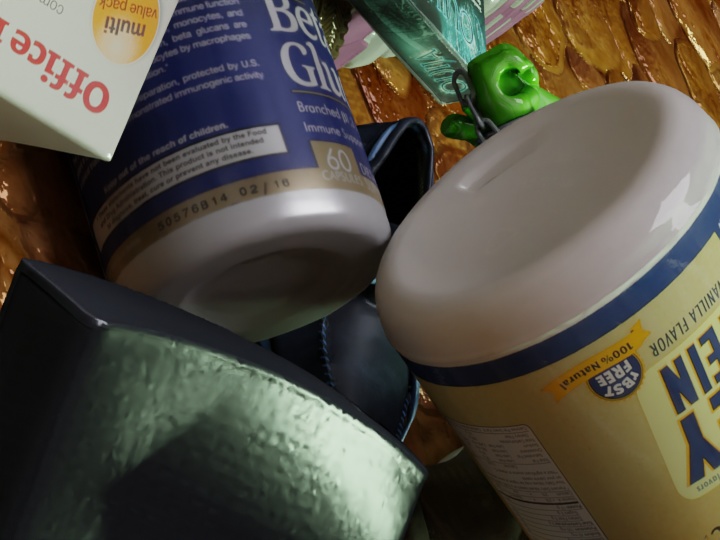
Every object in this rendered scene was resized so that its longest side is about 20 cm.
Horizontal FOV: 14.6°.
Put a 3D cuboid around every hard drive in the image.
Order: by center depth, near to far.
[{"bbox_3d":[-0.058,0.086,0.943,0.200,0.042,0.135,29,79,-48],"label":"hard drive"}]

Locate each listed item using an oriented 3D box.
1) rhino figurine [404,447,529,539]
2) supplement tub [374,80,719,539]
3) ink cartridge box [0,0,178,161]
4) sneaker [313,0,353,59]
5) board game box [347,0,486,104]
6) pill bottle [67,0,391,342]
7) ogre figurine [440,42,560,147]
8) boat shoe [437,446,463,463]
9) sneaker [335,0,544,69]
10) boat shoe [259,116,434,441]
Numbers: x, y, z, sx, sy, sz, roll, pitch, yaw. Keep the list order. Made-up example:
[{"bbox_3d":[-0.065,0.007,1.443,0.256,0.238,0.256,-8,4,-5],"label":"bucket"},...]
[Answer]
[{"bbox_3d":[0.064,0.106,1.150,0.200,0.060,0.088,-15,64,-40],"label":"rhino figurine"},{"bbox_3d":[0.112,0.046,1.060,0.200,0.144,0.145,54,25,-23],"label":"supplement tub"},{"bbox_3d":[-0.134,-0.133,0.941,0.128,0.125,0.201,31,76,-45],"label":"ink cartridge box"},{"bbox_3d":[-0.059,-0.170,1.285,0.070,0.108,0.201,16,80,-60],"label":"sneaker"},{"bbox_3d":[0.010,-0.172,1.232,0.200,0.028,0.136,42,42,-61],"label":"board game box"},{"bbox_3d":[-0.068,-0.079,1.100,0.111,0.111,0.201,17,49,-57],"label":"pill bottle"},{"bbox_3d":[0.088,-0.004,1.213,0.200,0.098,0.120,102,-29,-55],"label":"ogre figurine"},{"bbox_3d":[0.081,0.095,1.249,0.071,0.069,0.200,58,27,-13],"label":"boat shoe"},{"bbox_3d":[0.023,-0.152,1.403,0.089,0.080,0.200,58,24,14],"label":"sneaker"},{"bbox_3d":[0.000,0.000,1.197,0.084,0.069,0.200,41,31,-37],"label":"boat shoe"}]
